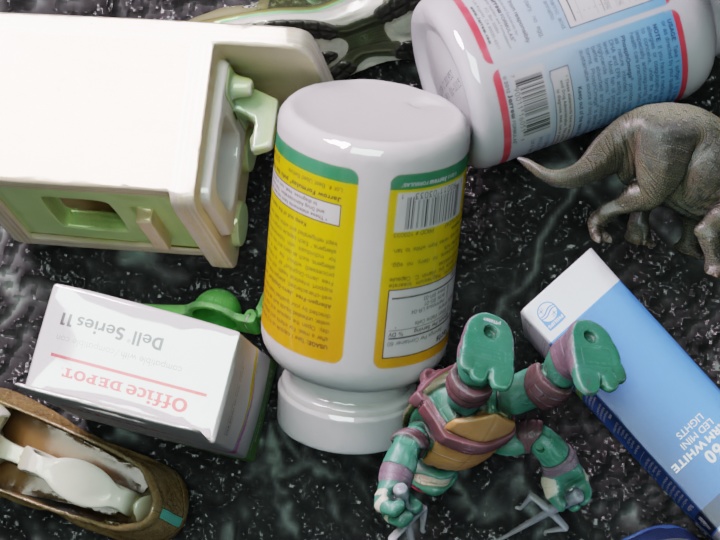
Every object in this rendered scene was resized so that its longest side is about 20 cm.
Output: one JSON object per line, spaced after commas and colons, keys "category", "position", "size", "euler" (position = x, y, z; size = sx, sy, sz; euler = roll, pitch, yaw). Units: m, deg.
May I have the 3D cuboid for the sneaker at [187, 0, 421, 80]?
{"category": "sneaker", "position": [-0.018, -0.167, 1.697], "size": [0.199, 0.077, 0.089], "euler": [-12, 50, 5]}

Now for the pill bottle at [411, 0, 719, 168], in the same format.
{"category": "pill bottle", "position": [0.139, -0.140, 1.633], "size": [0.199, 0.109, 0.109], "euler": [-19, 80, -12]}

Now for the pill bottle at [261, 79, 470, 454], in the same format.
{"category": "pill bottle", "position": [0.000, 0.000, 1.605], "size": [0.112, 0.113, 0.201], "euler": [8, 114, 7]}

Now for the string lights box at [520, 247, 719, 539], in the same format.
{"category": "string lights box", "position": [0.180, 0.086, 1.611], "size": [0.059, 0.103, 0.200], "euler": [-42, 81, -3]}

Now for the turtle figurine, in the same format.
{"category": "turtle figurine", "position": [0.065, 0.097, 1.573], "size": [0.149, 0.200, 0.101], "euler": [-14, 63, -30]}

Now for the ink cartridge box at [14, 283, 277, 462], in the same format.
{"category": "ink cartridge box", "position": [-0.121, 0.059, 1.596], "size": [0.116, 0.200, 0.068], "euler": [14, 84, 7]}

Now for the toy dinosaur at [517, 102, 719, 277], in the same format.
{"category": "toy dinosaur", "position": [0.189, -0.058, 1.623], "size": [0.199, 0.077, 0.103], "euler": [17, 102, -5]}

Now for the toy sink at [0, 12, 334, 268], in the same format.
{"category": "toy sink", "position": [-0.122, -0.074, 1.637], "size": [0.199, 0.130, 0.113], "euler": [4, 74, 10]}

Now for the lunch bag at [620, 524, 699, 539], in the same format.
{"category": "lunch bag", "position": [0.136, 0.243, 1.582], "size": [0.199, 0.132, 0.137], "euler": [-23, 96, 1]}

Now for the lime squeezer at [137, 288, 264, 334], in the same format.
{"category": "lime squeezer", "position": [-0.076, 0.006, 1.681], "size": [0.199, 0.038, 0.071], "euler": [-23, 80, 3]}

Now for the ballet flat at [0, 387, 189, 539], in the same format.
{"category": "ballet flat", "position": [-0.199, 0.114, 1.661], "size": [0.199, 0.072, 0.068], "euler": [23, 86, 9]}
